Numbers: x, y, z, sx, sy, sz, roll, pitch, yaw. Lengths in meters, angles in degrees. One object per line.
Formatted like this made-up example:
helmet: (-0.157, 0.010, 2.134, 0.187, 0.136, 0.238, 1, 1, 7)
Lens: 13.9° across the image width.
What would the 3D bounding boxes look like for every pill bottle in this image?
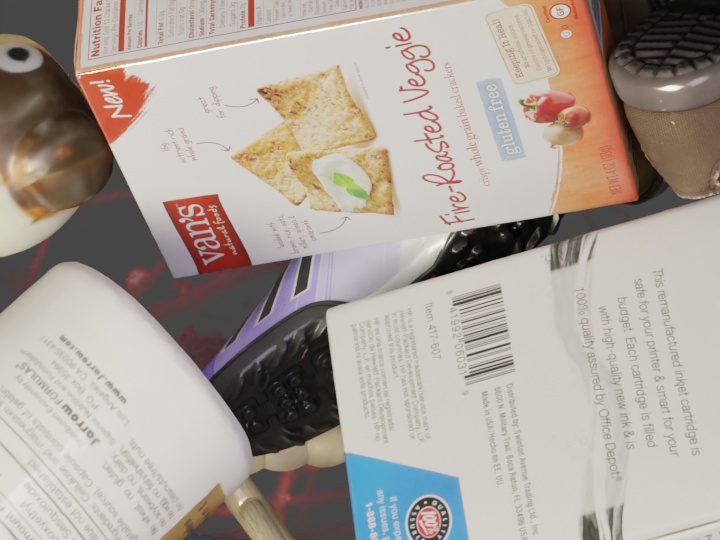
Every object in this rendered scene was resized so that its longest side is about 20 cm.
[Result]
pill bottle: (-0.148, 0.101, 1.137, 0.200, 0.114, 0.114, -42, 103, -14)

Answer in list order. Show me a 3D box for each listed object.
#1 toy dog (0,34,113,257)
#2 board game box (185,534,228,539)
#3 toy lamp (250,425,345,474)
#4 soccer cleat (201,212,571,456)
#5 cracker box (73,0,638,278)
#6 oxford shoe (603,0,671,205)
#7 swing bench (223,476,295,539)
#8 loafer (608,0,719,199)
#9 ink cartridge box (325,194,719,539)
toy dog: (-0.186, -0.008, 1.187, 0.194, 0.140, 0.200, 37, 90, -23)
board game box: (-0.086, 0.215, 1.285, 0.152, 0.040, 0.201, 9, 97, -11)
toy lamp: (-0.046, 0.077, 1.263, 0.199, 0.058, 0.058, -7, 100, -8)
soccer cleat: (0.000, 0.000, 1.243, 0.200, 0.073, 0.068, -41, 139, -9)
cracker box: (0.001, -0.071, 1.168, 0.199, 0.058, 0.134, -9, 142, 11)
oxford shoe: (0.084, -0.108, 1.229, 0.084, 0.072, 0.201, -41, 126, -39)
swing bench: (-0.066, 0.221, 1.200, 0.199, 0.130, 0.200, -36, 121, -4)
loafer: (0.164, -0.088, 1.188, 0.200, 0.073, 0.071, -33, 125, -41)
ink cartridge box: (0.098, 0.065, 1.150, 0.199, 0.146, 0.084, -15, 143, 11)
